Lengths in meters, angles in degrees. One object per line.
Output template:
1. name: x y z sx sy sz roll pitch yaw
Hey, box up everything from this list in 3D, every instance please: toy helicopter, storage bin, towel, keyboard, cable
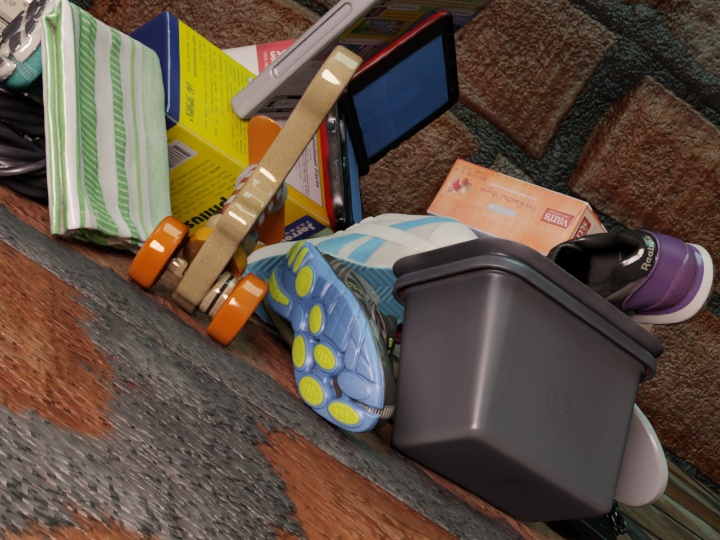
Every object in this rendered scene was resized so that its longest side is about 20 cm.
1. toy helicopter: -0.056 -0.057 1.019 0.079 0.200 0.132 35 21 -1
2. storage bin: 0.101 0.087 1.133 0.145 0.135 0.200 -13 -36 42
3. towel: -0.160 -0.087 1.049 0.023 0.153 0.200 -5 -4 11
4. keyboard: 0.177 0.169 1.356 0.127 0.021 0.200 40 19 -30
5. cable: -0.253 -0.111 1.053 0.163 0.051 0.200 36 4 -38

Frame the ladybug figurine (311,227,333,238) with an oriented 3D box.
1. ladybug figurine: -0.029 0.000 1.596 0.135 0.072 0.200 36 4 5

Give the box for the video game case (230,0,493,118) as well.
1. video game case: 0.010 -0.187 1.322 0.022 0.182 0.200 58 28 11

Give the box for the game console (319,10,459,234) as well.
1. game console: 0.032 -0.099 1.376 0.118 0.173 0.200 -6 -17 4

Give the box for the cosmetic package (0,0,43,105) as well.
1. cosmetic package: -0.277 -0.177 1.312 0.087 0.104 0.200 37 5 -4

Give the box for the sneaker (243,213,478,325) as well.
1. sneaker: 0.000 0.000 1.260 0.199 0.077 0.081 -3 29 -14

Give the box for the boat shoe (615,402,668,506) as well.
1. boat shoe: 0.195 0.116 1.374 0.200 0.071 0.070 49 17 24

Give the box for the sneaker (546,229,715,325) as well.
1. sneaker: 0.154 0.005 1.176 0.087 0.076 0.200 22 -26 -33

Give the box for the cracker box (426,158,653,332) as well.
1. cracker box: 0.158 -0.007 1.362 0.134 0.058 0.200 23 -14 36

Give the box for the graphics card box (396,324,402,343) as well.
1. graphics card box: 0.025 0.038 1.393 0.125 0.051 0.200 6 -4 12

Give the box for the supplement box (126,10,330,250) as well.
1. supplement box: -0.129 -0.100 1.327 0.200 0.109 0.109 33 41 -42

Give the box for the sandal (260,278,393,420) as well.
1. sandal: 0.003 0.062 1.195 0.201 0.057 0.080 35 3 -19

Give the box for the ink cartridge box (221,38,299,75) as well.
1. ink cartridge box: -0.132 -0.148 1.477 0.199 0.083 0.147 -8 -4 4

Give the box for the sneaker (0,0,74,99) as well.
1. sneaker: -0.197 -0.141 1.083 0.080 0.078 0.200 44 5 -4

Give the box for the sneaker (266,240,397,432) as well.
1. sneaker: -0.006 0.042 1.065 0.082 0.071 0.200 25 16 -22
